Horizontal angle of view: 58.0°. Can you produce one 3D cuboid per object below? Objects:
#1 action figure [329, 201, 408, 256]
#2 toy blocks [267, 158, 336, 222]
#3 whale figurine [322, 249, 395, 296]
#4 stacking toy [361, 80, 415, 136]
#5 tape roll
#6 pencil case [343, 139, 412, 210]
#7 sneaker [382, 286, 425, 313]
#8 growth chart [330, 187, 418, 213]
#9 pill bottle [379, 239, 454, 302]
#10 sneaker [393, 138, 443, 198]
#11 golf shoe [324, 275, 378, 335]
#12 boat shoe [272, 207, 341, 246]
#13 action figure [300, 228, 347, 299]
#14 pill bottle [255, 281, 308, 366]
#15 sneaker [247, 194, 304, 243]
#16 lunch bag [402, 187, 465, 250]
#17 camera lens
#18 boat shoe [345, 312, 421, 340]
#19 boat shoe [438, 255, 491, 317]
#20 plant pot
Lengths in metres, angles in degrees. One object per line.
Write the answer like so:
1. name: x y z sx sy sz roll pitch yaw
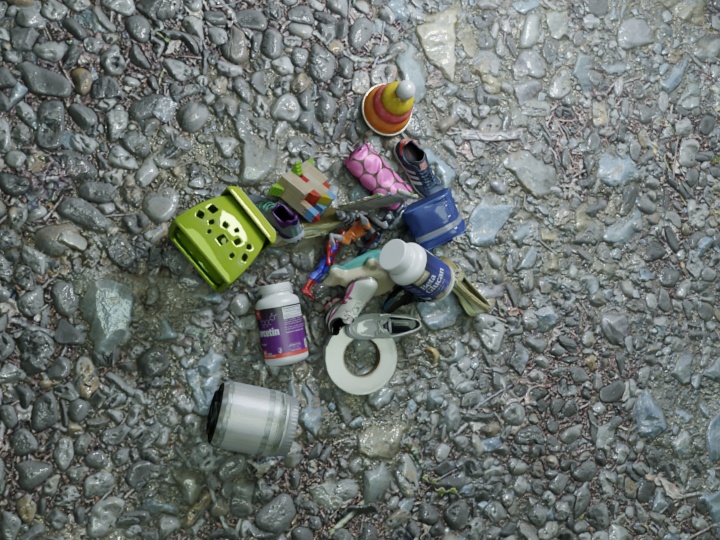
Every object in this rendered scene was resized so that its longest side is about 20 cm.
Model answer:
1. action figure: 0.020 -0.130 1.683 0.200 0.193 0.105 -46 78 20
2. toy blocks: -0.127 -0.198 1.645 0.137 0.200 0.100 40 121 1
3. whale figurine: 0.000 0.000 1.692 0.199 0.159 0.104 1 57 -22
4. stacking toy: 0.095 -0.444 1.704 0.145 0.200 0.147 1 88 -16
5. tape roll: -0.001 0.229 1.729 0.202 0.037 0.204 1 88 -17
6. pencil case: 0.052 -0.249 1.743 0.200 0.091 0.094 46 76 -12
7. sneaker: 0.149 0.062 1.761 0.200 0.073 0.082 -37 97 -14
8. growth chart: 0.036 -0.176 1.663 0.199 0.145 0.018 -12 83 20
9. pill bottle: 0.140 -0.002 1.636 0.200 0.111 0.112 30 78 -42
10. sneaker: 0.167 -0.274 1.777 0.075 0.084 0.200 -43 99 -14
11. golf shoe: -0.017 0.090 1.647 0.072 0.200 0.092 17 46 -31
12. boat shoe: -0.141 -0.111 1.689 0.200 0.063 0.073 -18 53 -21
13. action figure: -0.088 -0.021 1.702 0.052 0.065 0.201 23 81 18
14. pill bottle: -0.201 0.133 1.636 0.112 0.112 0.201 -10 90 -16
15. sneaker: -0.215 -0.152 1.605 0.200 0.088 0.074 34 60 24
16. lunch bag: 0.200 -0.129 1.728 0.135 0.200 0.133 -23 98 15
17. camera lens: -0.265 0.362 1.581 0.199 0.160 0.161 14 83 -15
18. boat shoe: 0.062 0.142 1.699 0.199 0.065 0.074 -8 89 -18
19. boat shoe: 0.284 0.037 1.791 0.201 0.063 0.073 56 31 -10
20. plant pot: -0.327 -0.082 1.571 0.181 0.200 0.199 -42 98 -20
